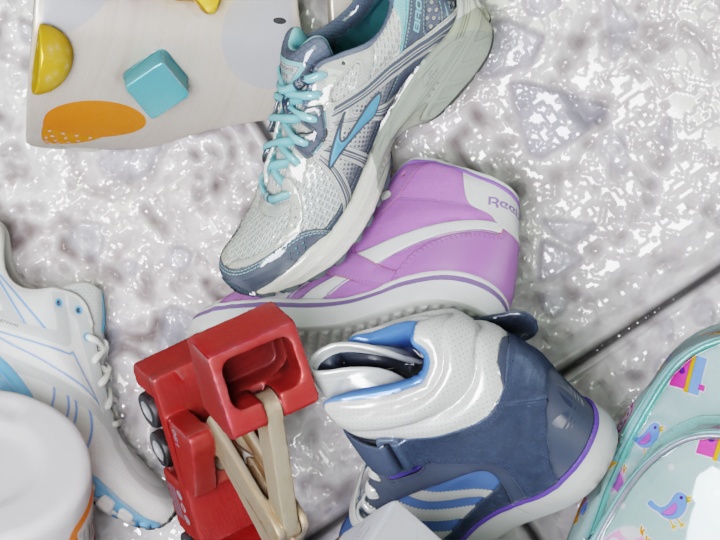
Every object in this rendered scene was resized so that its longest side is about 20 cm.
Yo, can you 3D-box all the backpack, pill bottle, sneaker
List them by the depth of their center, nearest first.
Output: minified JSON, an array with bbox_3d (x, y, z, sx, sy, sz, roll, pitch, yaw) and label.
[{"bbox_3d":[0.198,0.128,1.027,0.175,0.153,0.201,24,92,14],"label":"backpack"},{"bbox_3d":[0.016,0.083,1.038,0.146,0.081,0.200,34,137,-25],"label":"sneaker"},{"bbox_3d":[-0.022,-0.081,1.066,0.086,0.078,0.201,38,84,-38],"label":"sneaker"},{"bbox_3d":[-0.195,0.171,1.083,0.113,0.114,0.201,13,131,10],"label":"pill bottle"},{"bbox_3d":[0.001,0.000,1.103,0.200,0.073,0.115,-10,51,31],"label":"sneaker"},{"bbox_3d":[-0.161,0.055,1.131,0.087,0.075,0.200,-43,92,-5],"label":"sneaker"}]

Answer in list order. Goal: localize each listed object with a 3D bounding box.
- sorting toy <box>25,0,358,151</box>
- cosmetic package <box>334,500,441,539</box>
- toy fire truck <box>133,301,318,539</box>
[{"bbox_3d":[-0.083,-0.157,1.098,0.179,0.107,0.201,4,95,-9],"label":"sorting toy"},{"bbox_3d":[0.051,0.213,0.945,0.200,0.102,0.074,42,139,-8],"label":"cosmetic package"},{"bbox_3d":[-0.060,0.099,1.050,0.049,0.141,0.201,-24,118,-21],"label":"toy fire truck"}]
